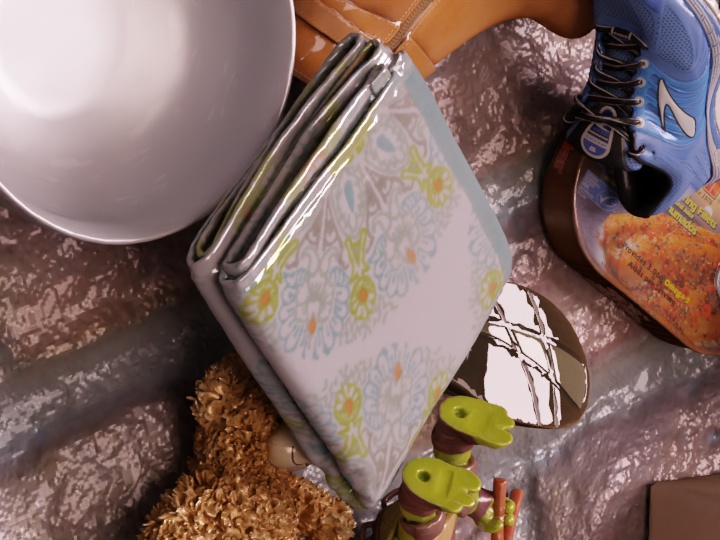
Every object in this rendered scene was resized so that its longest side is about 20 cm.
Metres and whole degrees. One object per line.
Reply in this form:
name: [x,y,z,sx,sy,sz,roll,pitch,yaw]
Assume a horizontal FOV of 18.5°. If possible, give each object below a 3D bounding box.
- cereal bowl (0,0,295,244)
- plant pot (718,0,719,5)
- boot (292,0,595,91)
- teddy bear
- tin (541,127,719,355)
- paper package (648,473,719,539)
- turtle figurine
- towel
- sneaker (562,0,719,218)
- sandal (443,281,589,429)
cereal bowl: [-0.134,-0.115,1.086,0.200,0.083,0.201,-6,101,-37]
plant pot: [0.228,-0.284,1.273,0.200,0.200,0.188,56,51,-29]
boot: [0.044,-0.136,1.226,0.200,0.077,0.155,33,85,-46]
teddy bear: [-0.063,0.147,1.193,0.145,0.067,0.200,32,79,-38]
tin: [0.190,-0.026,1.375,0.200,0.042,0.112,38,79,-35]
paper package: [0.281,0.231,1.382,0.103,0.200,0.191,-4,99,-37]
turtle figurine: [0.041,0.142,1.250,0.200,0.064,0.161,-38,155,-39]
towel: [0.000,0.000,1.150,0.171,0.048,0.200,-56,137,-26]
sneaker: [0.161,-0.102,1.253,0.089,0.079,0.200,-41,137,-17]
sandal: [0.041,0.044,1.267,0.200,0.055,0.082,8,79,-23]
